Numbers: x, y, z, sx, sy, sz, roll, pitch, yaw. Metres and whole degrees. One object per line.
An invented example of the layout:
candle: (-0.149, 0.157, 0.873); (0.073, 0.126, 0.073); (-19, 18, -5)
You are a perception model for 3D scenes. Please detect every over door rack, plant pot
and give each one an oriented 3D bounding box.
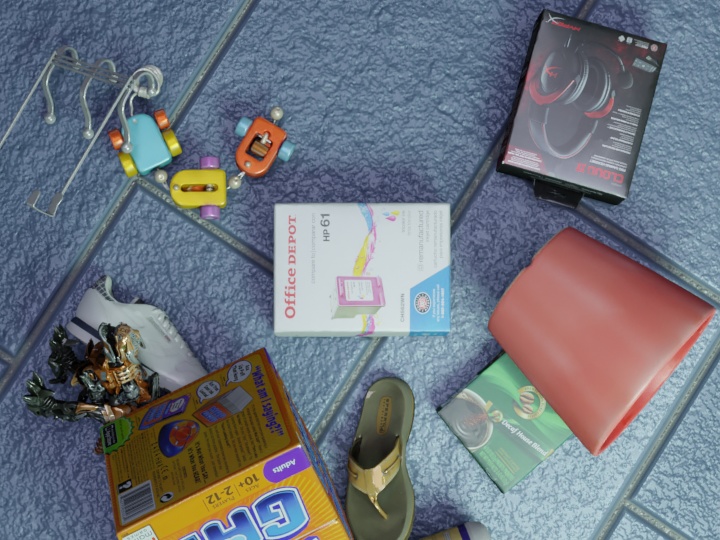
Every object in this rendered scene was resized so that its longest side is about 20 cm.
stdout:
over door rack: (-0.328, -0.148, 1.649); (0.147, 0.067, 0.201); (20, 65, 37)
plant pot: (0.243, 0.063, 1.582); (0.177, 0.200, 0.201); (40, 87, 14)

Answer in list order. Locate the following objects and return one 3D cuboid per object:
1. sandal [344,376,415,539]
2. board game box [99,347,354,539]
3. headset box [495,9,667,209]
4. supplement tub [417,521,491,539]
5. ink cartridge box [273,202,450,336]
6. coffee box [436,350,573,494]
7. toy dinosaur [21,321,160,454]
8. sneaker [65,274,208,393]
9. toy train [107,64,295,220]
sandal: (0.019, 0.207, 1.644); (0.080, 0.054, 0.202); (-4, 66, 21)
board game box: (-0.132, 0.244, 1.564); (0.198, 0.200, 0.201); (-26, 119, -1)
headset box: (0.244, -0.171, 1.687); (0.147, 0.075, 0.202); (16, 87, 0)
supplement tub: (0.062, 0.368, 1.620); (0.198, 0.145, 0.147); (-19, 87, -1)
ink cartridge box: (0.000, 0.000, 1.672); (0.198, 0.085, 0.146); (-1, 87, 1)
coffee box: (0.196, 0.138, 1.684); (0.200, 0.044, 0.123); (-40, 87, -3)
toy dinosaur: (-0.282, 0.132, 1.617); (0.134, 0.102, 0.202); (14, 114, 3)
sneaker: (-0.228, 0.084, 1.676); (0.199, 0.076, 0.081); (32, 78, 0)
toy train: (-0.181, -0.140, 1.699); (0.198, 0.056, 0.151); (25, 81, 1)
